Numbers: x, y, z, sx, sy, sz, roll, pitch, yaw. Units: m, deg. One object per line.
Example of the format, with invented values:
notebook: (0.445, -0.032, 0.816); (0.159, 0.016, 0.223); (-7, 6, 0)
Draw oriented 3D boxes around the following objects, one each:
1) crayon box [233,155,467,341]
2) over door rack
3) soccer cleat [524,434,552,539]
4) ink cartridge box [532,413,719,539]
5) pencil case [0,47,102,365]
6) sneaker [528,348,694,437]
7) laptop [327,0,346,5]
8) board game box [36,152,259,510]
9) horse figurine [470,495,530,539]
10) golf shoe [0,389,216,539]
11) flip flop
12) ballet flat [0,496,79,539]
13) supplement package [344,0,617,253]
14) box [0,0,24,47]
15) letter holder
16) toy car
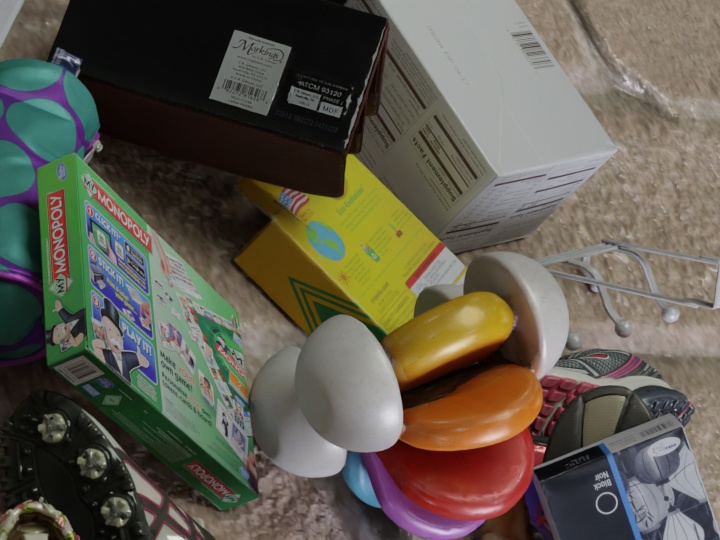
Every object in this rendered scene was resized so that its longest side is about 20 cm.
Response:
crayon box: (0.000, 0.000, 1.690); (0.200, 0.051, 0.127); (45, 35, -1)
over door rack: (0.208, 0.015, 1.788); (0.147, 0.199, 0.067); (-13, 99, -51)
soccer cleat: (0.163, 0.181, 1.666); (0.199, 0.068, 0.073); (36, 43, -16)
ink cartridge box: (0.185, 0.200, 1.572); (0.039, 0.099, 0.201); (-126, -165, -78)
pencil case: (-0.203, -0.039, 1.493); (0.092, 0.085, 0.201); (16, 43, -14)
sneaker: (0.143, 0.091, 1.733); (0.199, 0.081, 0.075); (9, 31, -49)
laptop: (-0.093, -0.256, 1.741); (0.103, 0.177, 0.201); (-2, 56, -46)
board game box: (-0.122, 0.039, 1.463); (0.200, 0.029, 0.135); (47, 27, -50)
horse figurine: (0.092, 0.217, 1.569); (0.132, 0.050, 0.201); (-11, 58, -45)
golf shoe: (-0.128, 0.153, 1.405); (0.201, 0.077, 0.088); (54, 17, 5)
flip flop: (0.162, 0.170, 1.617); (0.058, 0.080, 0.202); (-100, 178, -75)
ballet flat: (-0.167, 0.206, 1.295); (0.075, 0.064, 0.201); (-3, 54, -17)
supplement package: (0.059, -0.125, 1.823); (0.155, 0.111, 0.201); (-13, 65, -50)
box: (-0.302, -0.177, 1.522); (0.176, 0.097, 0.201); (37, 37, -16)
letter holder: (-0.092, -0.117, 1.640); (0.198, 0.142, 0.101); (17, 68, 4)
toy car: (0.042, 0.088, 1.526); (0.174, 0.200, 0.151); (-23, 85, -25)
